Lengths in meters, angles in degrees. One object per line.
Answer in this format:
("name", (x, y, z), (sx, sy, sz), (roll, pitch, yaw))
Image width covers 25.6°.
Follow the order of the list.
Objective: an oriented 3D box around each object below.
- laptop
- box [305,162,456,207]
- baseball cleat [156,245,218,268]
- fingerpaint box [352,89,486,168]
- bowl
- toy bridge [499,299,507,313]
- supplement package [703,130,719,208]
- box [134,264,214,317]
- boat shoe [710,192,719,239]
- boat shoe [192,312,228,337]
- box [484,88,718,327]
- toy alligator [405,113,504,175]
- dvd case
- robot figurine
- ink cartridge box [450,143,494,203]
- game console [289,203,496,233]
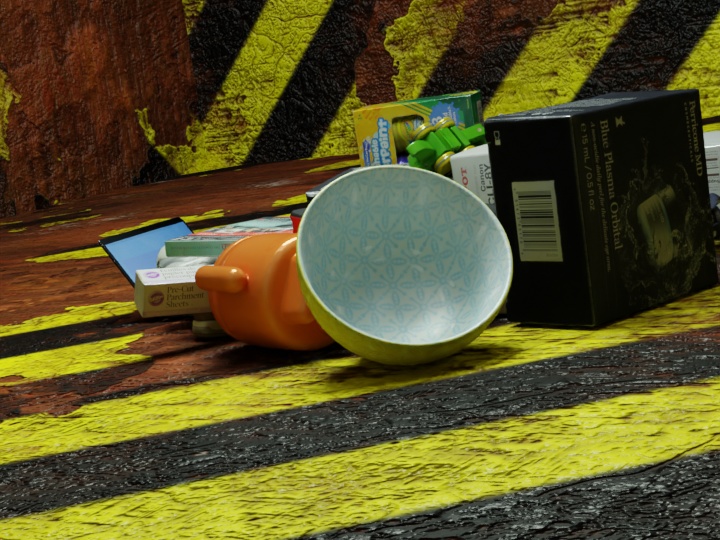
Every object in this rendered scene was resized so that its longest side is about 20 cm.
("laptop", (-0.184, -0.009, 1.940), (0.198, 0.105, 0.177), (-4, 10, 30))
("box", (0.059, -0.067, 1.995), (0.196, 0.125, 0.200), (-6, 11, 18))
("baseball cleat", (-0.135, 0.010, 1.833), (0.197, 0.071, 0.107), (-1, 31, -15))
("fingerpaint box", (0.089, -0.128, 2.119), (0.165, 0.203, 0.073), (-5, 9, 18))
("bowl", (0.032, 0.015, 1.445), (0.198, 0.202, 0.108), (-11, -33, -19))
("toy bridge", (0.187, 0.013, 1.657), (0.067, 0.028, 0.199), (-5, 9, 35))
("supplement package", (0.386, -0.103, 1.939), (0.198, 0.112, 0.155), (-2, 11, 35))
("box", (-0.140, 0.018, 1.680), (0.197, 0.042, 0.039), (-3, 25, -23))
("boat shoe", (0.351, -0.053, 1.753), (0.092, 0.076, 0.200), (-13, 5, 22))
("boat shoe", (-0.105, 0.021, 1.767), (0.199, 0.069, 0.072), (-16, 11, -41))
("box", (0.235, -0.065, 1.531), (0.199, 0.199, 0.117), (-15, 11, -40))
("toy alligator", (0.114, -0.148, 1.921), (0.199, 0.060, 0.054), (-20, -25, -47))
("dvd case", (-0.102, -0.039, 1.770), (0.144, 0.022, 0.199), (0, 10, 31))
("robot figurine", (-0.077, 0.021, 1.577), (0.143, 0.118, 0.199), (-31, 17, -28))
("ink cartridge box", (0.209, -0.075, 1.822), (0.199, 0.147, 0.083), (-1, 12, 45))
("game console", (0.045, -0.055, 1.624), (0.198, 0.031, 0.176), (6, 16, 31))
